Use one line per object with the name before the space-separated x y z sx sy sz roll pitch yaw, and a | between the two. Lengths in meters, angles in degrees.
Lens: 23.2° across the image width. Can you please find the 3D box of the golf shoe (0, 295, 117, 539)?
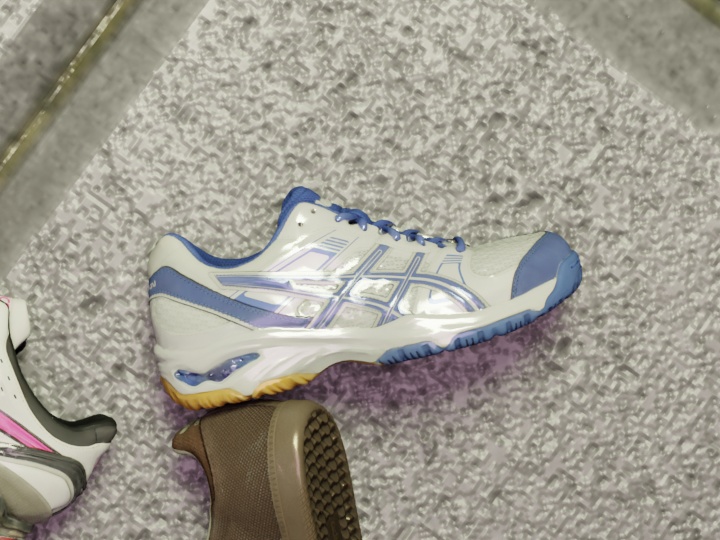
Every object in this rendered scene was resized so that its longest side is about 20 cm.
golf shoe | -0.197 0.031 0.787 0.092 0.073 0.200 -42 102 -8

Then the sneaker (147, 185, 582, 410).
sneaker | 0.000 0.000 0.797 0.200 0.075 0.088 -13 91 -5

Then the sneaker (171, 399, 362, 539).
sneaker | -0.038 0.156 0.809 0.075 0.070 0.200 -3 97 25
